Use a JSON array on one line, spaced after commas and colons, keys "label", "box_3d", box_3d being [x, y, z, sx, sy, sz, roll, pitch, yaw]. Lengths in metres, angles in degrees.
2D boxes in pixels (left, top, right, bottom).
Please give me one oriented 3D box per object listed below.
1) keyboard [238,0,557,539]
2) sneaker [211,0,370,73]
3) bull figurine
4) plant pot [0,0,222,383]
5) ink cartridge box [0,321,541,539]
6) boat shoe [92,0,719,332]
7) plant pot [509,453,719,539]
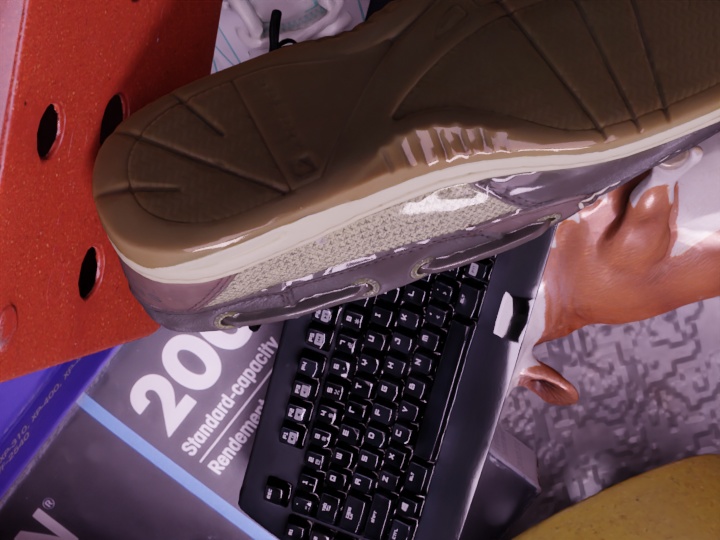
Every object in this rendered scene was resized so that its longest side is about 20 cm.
[{"label": "keyboard", "box_3d": [0.000, 0.000, 0.727, 0.104, 0.040, 0.201, 21, 109, 17]}, {"label": "sneaker", "box_3d": [-0.026, -0.079, 0.770, 0.070, 0.080, 0.201, -22, 104, 0]}, {"label": "bull figurine", "box_3d": [0.102, -0.023, 0.767, 0.199, 0.122, 0.065, -21, 62, -16]}, {"label": "plant pot", "box_3d": [-0.146, -0.058, 0.684, 0.175, 0.200, 0.201, 13, 100, 16]}, {"label": "ink cartridge box", "box_3d": [-0.075, 0.085, 0.814, 0.200, 0.043, 0.198, 37, 97, -7]}, {"label": "boat shoe", "box_3d": [0.024, -0.036, 0.672, 0.200, 0.066, 0.072, -19, 60, -9]}, {"label": "plant pot", "box_3d": [0.105, 0.144, 0.773, 0.199, 0.200, 0.142, -26, 74, 2]}]
